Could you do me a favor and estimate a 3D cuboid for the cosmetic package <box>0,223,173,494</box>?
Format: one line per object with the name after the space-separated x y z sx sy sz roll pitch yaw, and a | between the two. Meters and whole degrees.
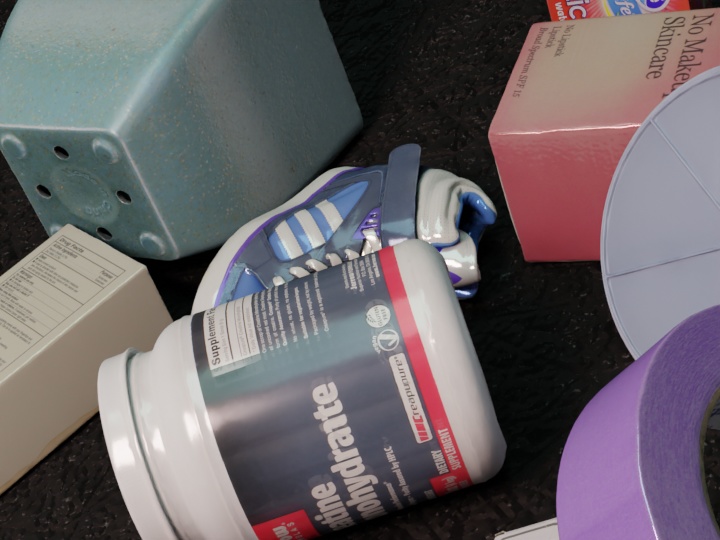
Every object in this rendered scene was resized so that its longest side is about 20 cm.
-0.229 0.067 1.051 0.200 0.073 0.103 -40 40 -23 | cosmetic package

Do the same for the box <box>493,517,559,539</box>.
0.089 0.200 0.709 0.116 0.060 0.201 -26 27 42 | box

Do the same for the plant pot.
-0.147 -0.118 1.136 0.195 0.197 0.200 5 45 30 | plant pot

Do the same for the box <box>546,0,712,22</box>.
0.178 -0.221 1.099 0.099 0.201 0.096 -5 38 20 | box

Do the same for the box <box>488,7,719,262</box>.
0.197 -0.086 1.000 0.199 0.109 0.128 -2 40 25 | box

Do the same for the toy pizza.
0.219 -0.015 0.877 0.200 0.202 0.032 21 12 42 | toy pizza

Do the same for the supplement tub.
-0.030 0.076 0.887 0.199 0.141 0.141 -19 37 3 | supplement tub

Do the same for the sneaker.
0.000 0.000 1.013 0.146 0.081 0.200 8 41 39 | sneaker

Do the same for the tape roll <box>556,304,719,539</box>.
0.186 0.115 0.696 0.199 0.066 0.201 15 53 -20 | tape roll
